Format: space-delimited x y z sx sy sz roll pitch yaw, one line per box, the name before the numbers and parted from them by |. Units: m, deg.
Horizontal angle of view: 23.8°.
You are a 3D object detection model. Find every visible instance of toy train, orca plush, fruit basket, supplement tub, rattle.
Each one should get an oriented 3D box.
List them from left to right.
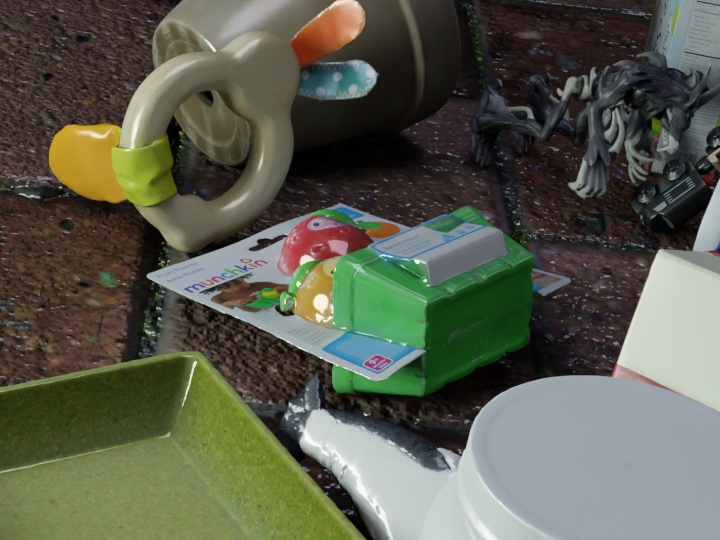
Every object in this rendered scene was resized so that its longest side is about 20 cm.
rattle | -0.098 -0.112 1.173 0.200 0.130 0.143 -52 18 -16
fruit basket | 0.000 0.000 1.055 0.199 0.094 0.185 27 33 36
orca plush | 0.035 0.140 0.868 0.199 0.071 0.106 22 76 31
supplement tub | 0.086 0.159 0.676 0.144 0.201 0.146 7 29 -4
toy train | 0.285 -0.094 1.239 0.034 0.200 0.046 39 18 -44

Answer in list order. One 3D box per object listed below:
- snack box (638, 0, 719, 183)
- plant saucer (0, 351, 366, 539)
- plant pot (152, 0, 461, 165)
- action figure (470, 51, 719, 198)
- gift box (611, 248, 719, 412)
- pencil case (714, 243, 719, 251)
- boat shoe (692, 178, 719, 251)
snack box | 0.273 -0.198 1.375 0.067 0.201 0.169 9 29 2
plant saucer | -0.125 0.125 0.837 0.199 0.048 0.200 -10 33 -31
plant pot | -0.053 -0.167 1.270 0.173 0.201 0.200 -33 46 -27
action figure | 0.187 -0.108 1.274 0.199 0.103 0.118 -1 6 43
gift box | 0.228 0.109 0.836 0.186 0.201 0.184 24 17 33
pencil case | 0.308 0.034 1.087 0.199 0.088 0.078 15 7 9
boat shoe | 0.291 -0.071 1.177 0.056 0.201 0.069 27 -2 24
